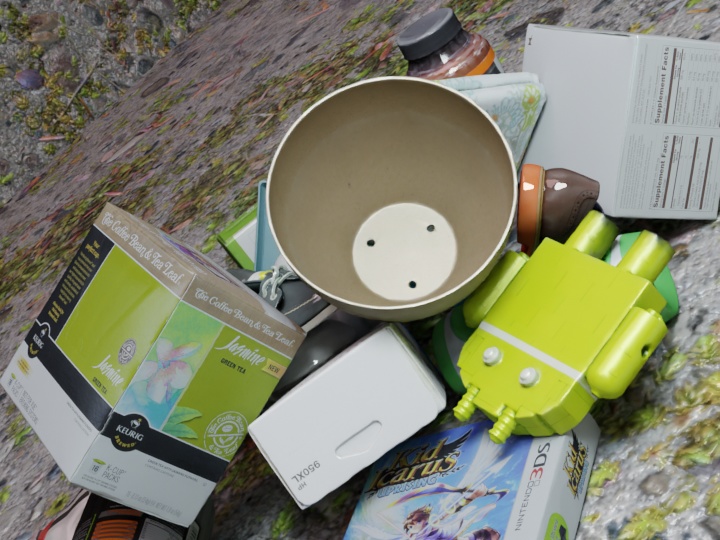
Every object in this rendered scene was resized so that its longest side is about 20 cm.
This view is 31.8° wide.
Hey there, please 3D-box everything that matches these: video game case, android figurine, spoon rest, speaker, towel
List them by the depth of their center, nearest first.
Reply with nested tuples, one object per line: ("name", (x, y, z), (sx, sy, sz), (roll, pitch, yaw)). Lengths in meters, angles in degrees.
("video game case", (0.073, 0.193, 0.963), (0.199, 0.046, 0.182), (-21, 28, 35))
("android figurine", (0.150, 0.045, 0.971), (0.200, 0.041, 0.182), (-50, 36, -6))
("speaker", (0.162, 0.040, 1.067), (0.199, 0.089, 0.089), (-26, 26, 26))
("towel", (0.072, -0.102, 1.180), (0.199, 0.172, 0.048), (-12, 45, -32))
("spoon rest", (-0.068, 0.089, 1.198), (0.099, 0.061, 0.200), (-36, 10, -27))

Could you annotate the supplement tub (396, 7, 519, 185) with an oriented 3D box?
("supplement tub", (0.118, -0.187, 1.395), (0.106, 0.201, 0.107), (-27, 25, 13))

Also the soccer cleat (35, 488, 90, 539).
("soccer cleat", (-0.267, 0.236, 1.357), (0.085, 0.069, 0.200), (0, 46, 42))

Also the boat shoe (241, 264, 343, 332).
("boat shoe", (-0.079, 0.030, 1.152), (0.073, 0.062, 0.200), (-34, 9, -30))

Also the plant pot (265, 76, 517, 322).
("plant pot", (0.032, -0.039, 1.049), (0.199, 0.135, 0.202), (-3, 68, 7))

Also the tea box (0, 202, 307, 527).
("tea box", (-0.185, 0.076, 1.098), (0.197, 0.133, 0.200), (-59, 38, 2))

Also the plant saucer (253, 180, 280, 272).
("plant saucer", (-0.080, 0.006, 1.358), (0.069, 0.202, 0.019), (5, 8, 8))

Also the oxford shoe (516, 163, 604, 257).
("oxford shoe", (0.175, -0.023, 1.099), (0.072, 0.200, 0.072), (4, 68, 11))

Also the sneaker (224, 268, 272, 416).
("sneaker", (-0.140, 0.092, 1.337), (0.084, 0.074, 0.201), (17, 86, 38))

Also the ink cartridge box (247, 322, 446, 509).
("ink cartridge box", (-0.006, 0.114, 1.082), (0.144, 0.084, 0.200), (-36, -1, 2))

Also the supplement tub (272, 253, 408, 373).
("supplement tub", (0.000, 0.000, 1.283), (0.144, 0.145, 0.200), (-10, 31, 47))

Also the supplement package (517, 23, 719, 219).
("supplement package", (0.237, -0.141, 1.166), (0.110, 0.157, 0.200), (1, 13, -20))

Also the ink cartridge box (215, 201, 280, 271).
("ink cartridge box", (-0.037, -0.041, 1.420), (0.200, 0.148, 0.076), (-40, 16, -6))

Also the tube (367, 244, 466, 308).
("tube", (0.070, 0.013, 1.170), (0.078, 0.199, 0.051), (-108, 30, -62))

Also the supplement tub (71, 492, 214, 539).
("supplement tub", (-0.204, 0.272, 1.119), (0.122, 0.123, 0.200), (-28, 25, 22))
